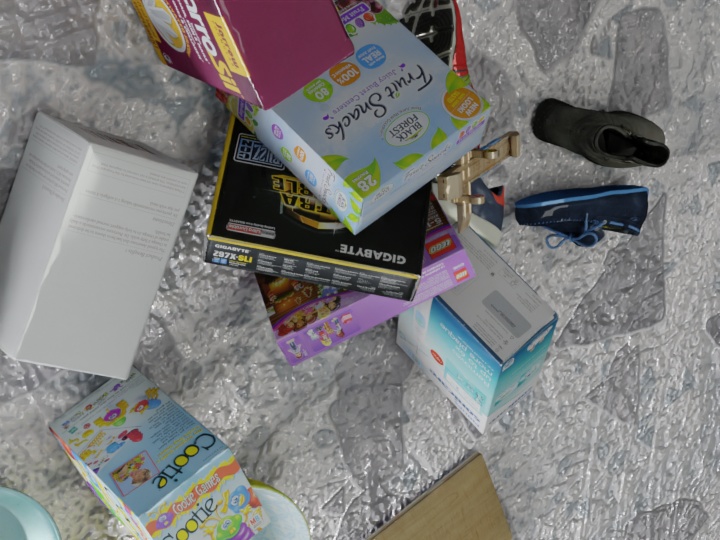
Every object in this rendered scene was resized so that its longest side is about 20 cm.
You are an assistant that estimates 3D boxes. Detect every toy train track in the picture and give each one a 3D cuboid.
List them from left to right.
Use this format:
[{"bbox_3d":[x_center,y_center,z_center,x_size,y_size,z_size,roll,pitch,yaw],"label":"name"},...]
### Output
[{"bbox_3d":[0.129,-0.106,1.473,0.200,0.032,0.115,-36,126,-59],"label":"toy train track"}]

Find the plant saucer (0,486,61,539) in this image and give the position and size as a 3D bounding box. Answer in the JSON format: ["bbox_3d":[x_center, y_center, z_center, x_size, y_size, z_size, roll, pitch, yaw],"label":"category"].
[{"bbox_3d":[-0.380,0.288,1.392,0.199,0.036,0.201,-14,115,-30],"label":"plant saucer"}]

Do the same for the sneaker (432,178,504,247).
[{"bbox_3d":[0.074,-0.097,1.549,0.200,0.075,0.085,30,68,-34],"label":"sneaker"}]

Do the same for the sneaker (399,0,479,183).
[{"bbox_3d":[0.086,-0.185,1.502,0.085,0.077,0.201,-6,93,-53],"label":"sneaker"}]

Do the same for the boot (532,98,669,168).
[{"bbox_3d":[0.298,-0.137,1.645,0.199,0.131,0.068,7,105,-37],"label":"boot"}]

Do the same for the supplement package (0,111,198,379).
[{"bbox_3d":[-0.248,-0.021,1.308,0.117,0.117,0.201,15,99,-40],"label":"supplement package"}]

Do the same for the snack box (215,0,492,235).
[{"bbox_3d":[-0.008,-0.157,1.366,0.169,0.200,0.068,-37,162,-25],"label":"snack box"}]

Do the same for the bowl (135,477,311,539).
[{"bbox_3d":[-0.160,0.288,1.504,0.200,0.108,0.201,-14,117,-30],"label":"bowl"}]

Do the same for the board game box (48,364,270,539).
[{"bbox_3d":[-0.191,0.190,1.382,0.105,0.200,0.103,-37,126,-18],"label":"board game box"}]

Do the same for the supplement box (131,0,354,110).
[{"bbox_3d":[-0.115,-0.235,1.264,0.103,0.200,0.131,-36,125,-19],"label":"supplement box"}]

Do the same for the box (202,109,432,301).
[{"bbox_3d":[-0.036,-0.066,1.373,0.199,0.160,0.049,11,145,-4],"label":"box"}]

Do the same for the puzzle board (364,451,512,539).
[{"bbox_3d":[0.086,0.326,1.756,0.200,0.017,0.151,-35,126,-19],"label":"puzzle board"}]

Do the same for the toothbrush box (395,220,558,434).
[{"bbox_3d":[0.116,0.062,1.534,0.085,0.146,0.200,-38,161,-16],"label":"toothbrush box"}]

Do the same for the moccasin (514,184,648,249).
[{"bbox_3d":[0.261,-0.058,1.681,0.199,0.080,0.068,-6,100,-33],"label":"moccasin"}]

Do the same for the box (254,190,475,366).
[{"bbox_3d":[0.000,0.000,1.441,0.199,0.137,0.039,-26,125,1],"label":"box"}]
